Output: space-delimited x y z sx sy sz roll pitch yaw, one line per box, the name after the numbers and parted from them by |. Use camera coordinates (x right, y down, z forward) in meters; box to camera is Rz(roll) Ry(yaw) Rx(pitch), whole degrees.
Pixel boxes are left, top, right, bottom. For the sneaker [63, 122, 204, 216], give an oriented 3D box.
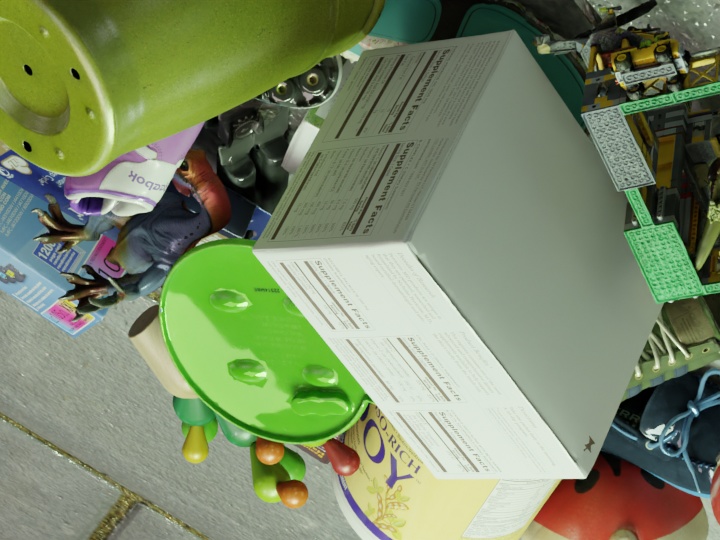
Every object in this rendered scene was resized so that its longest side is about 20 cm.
-0.170 -0.099 1.639 0.072 0.115 0.200 17 -168 -34 | sneaker

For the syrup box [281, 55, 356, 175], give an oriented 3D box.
0.061 -0.058 1.624 0.199 0.079 0.081 30 157 0 | syrup box

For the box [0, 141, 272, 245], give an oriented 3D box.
-0.154 -0.053 1.788 0.200 0.033 0.121 29 157 -21 | box

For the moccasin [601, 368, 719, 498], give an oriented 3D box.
0.207 0.103 1.781 0.199 0.081 0.068 10 145 36 | moccasin

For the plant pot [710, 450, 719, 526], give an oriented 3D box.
0.318 0.111 1.537 0.182 0.201 0.201 33 158 13 | plant pot

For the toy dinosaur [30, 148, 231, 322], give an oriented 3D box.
-0.133 -0.035 1.719 0.181 0.200 0.105 -15 88 36 | toy dinosaur

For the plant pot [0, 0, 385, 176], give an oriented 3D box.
-0.121 -0.155 1.432 0.200 0.193 0.201 29 141 26 | plant pot

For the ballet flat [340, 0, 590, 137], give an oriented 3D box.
0.054 -0.132 1.525 0.200 0.076 0.064 29 -172 12 | ballet flat

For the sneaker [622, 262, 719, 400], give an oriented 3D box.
0.172 0.036 1.586 0.090 0.200 0.067 -33 79 51 | sneaker

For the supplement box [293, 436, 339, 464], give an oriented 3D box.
-0.033 0.056 1.948 0.110 0.086 0.200 30 156 -1 | supplement box

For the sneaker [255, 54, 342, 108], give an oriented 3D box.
-0.088 -0.158 1.608 0.200 0.072 0.072 30 -166 23 | sneaker

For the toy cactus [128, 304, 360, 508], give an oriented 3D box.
-0.086 0.083 1.814 0.165 0.102 0.200 46 168 -21 | toy cactus

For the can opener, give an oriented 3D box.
-0.080 -0.088 1.784 0.067 0.053 0.200 57 164 19 | can opener

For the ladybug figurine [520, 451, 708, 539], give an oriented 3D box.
0.178 0.163 1.871 0.135 0.072 0.200 -2 -172 -3 | ladybug figurine

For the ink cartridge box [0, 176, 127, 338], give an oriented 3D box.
-0.243 -0.064 1.886 0.200 0.137 0.076 34 154 -10 | ink cartridge box

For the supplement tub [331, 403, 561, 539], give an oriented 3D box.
0.077 0.098 1.779 0.145 0.146 0.200 29 134 0 | supplement tub

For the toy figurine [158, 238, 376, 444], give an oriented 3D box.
0.000 0.000 1.692 0.199 0.184 0.151 2 123 30 | toy figurine

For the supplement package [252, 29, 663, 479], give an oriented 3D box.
0.063 -0.006 1.461 0.111 0.156 0.200 -3 137 40 | supplement package

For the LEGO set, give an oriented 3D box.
0.197 -0.082 1.428 0.153 0.116 0.200 -18 129 27 | LEGO set
